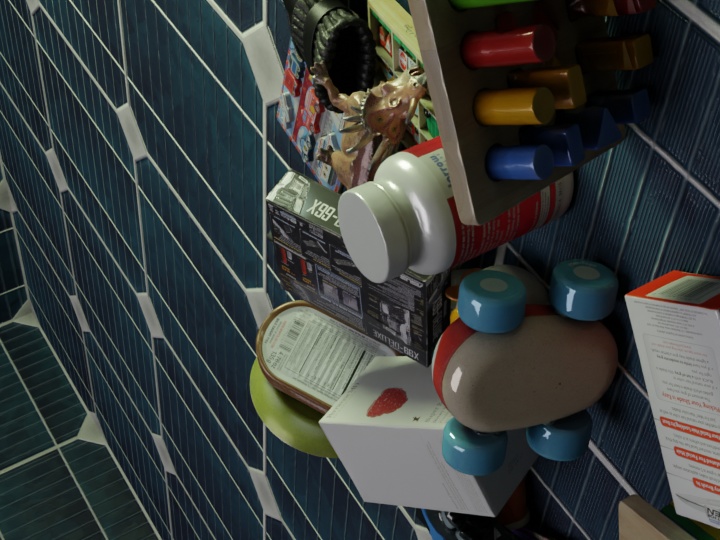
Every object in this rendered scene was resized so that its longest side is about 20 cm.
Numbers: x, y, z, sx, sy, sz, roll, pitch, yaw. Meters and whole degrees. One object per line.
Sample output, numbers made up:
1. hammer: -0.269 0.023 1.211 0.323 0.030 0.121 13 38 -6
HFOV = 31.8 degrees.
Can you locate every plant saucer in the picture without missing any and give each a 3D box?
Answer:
1. plant saucer: -0.037 0.138 1.566 0.201 0.198 0.031 53 147 28

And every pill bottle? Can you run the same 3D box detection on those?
1. pill bottle: 0.084 -0.065 1.131 0.112 0.198 0.113 46 149 38

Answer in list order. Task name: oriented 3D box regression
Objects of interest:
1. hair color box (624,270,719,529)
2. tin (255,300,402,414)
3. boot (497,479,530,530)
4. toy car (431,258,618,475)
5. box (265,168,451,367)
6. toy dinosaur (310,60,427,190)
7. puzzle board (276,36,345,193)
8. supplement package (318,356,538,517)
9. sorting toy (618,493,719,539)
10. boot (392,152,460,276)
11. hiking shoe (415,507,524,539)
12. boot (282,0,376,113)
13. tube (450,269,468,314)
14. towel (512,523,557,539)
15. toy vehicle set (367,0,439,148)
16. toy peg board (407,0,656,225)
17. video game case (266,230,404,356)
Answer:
1. hair color box: 0.289 0.108 1.015 0.111 0.063 0.203 11 119 61
2. tin: -0.034 0.113 1.514 0.198 0.113 0.042 26 170 10
3. boot: 0.103 0.253 1.466 0.198 0.075 0.108 -1 125 35
4. toy car: 0.129 0.056 1.206 0.200 0.174 0.187 -126 34 -56
5. box: 0.000 0.000 1.317 0.198 0.050 0.159 27 150 22
6. toy dinosaur: 0.007 -0.123 1.258 0.136 0.085 0.202 -116 22 -48
7. puzzle board: -0.056 -0.194 1.547 0.152 0.017 0.201 57 155 23
8. supplement package: 0.077 0.173 1.364 0.198 0.121 0.121 -5 122 46
9. sorting toy: 0.322 0.317 1.120 0.200 0.069 0.201 36 142 50
10. boot: 0.050 -0.026 1.406 0.155 0.071 0.202 43 146 39
11. hiking shoe: 0.137 0.316 1.419 0.086 0.074 0.201 -10 117 54
12. boot: -0.044 -0.284 1.319 0.158 0.078 0.213 -112 2 -58
13. tube: 0.125 0.094 1.381 0.058 0.051 0.202 -92 -9 -60
14. towel: 0.218 0.356 1.441 0.199 0.023 0.146 13 123 63
15. toy vehicle set: 0.057 -0.177 1.259 0.201 0.026 0.126 -124 23 -51
16. toy peg board: 0.149 -0.161 0.933 0.097 0.199 0.202 5 116 47
17. video game case: -0.012 0.032 1.537 0.181 0.026 0.199 46 170 -33
